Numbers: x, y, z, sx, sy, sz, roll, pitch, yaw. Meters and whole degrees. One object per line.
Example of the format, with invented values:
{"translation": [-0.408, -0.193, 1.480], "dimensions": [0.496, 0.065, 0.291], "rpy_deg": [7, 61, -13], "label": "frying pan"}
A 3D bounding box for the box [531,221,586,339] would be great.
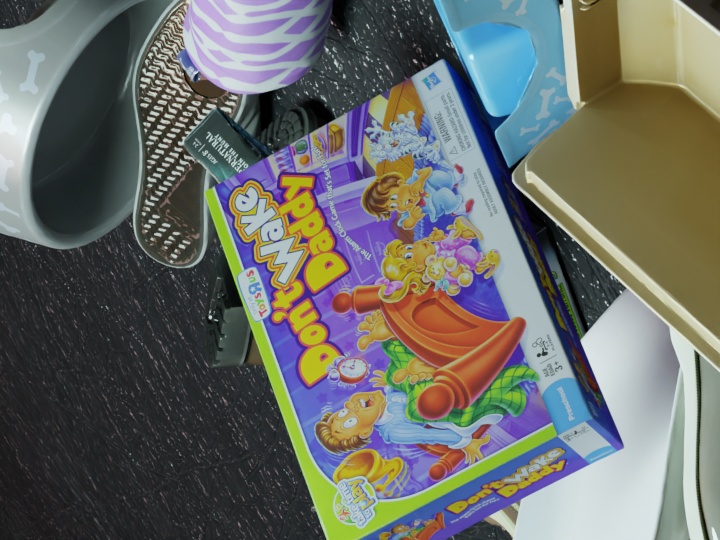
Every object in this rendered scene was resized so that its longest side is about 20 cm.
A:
{"translation": [0.053, 0.004, 1.640], "dimensions": [0.200, 0.035, 0.110], "rpy_deg": [28, 145, 57], "label": "box"}

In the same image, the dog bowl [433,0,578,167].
{"translation": [0.054, -0.131, 1.320], "dimensions": [0.200, 0.049, 0.112], "rpy_deg": [62, -175, -53], "label": "dog bowl"}

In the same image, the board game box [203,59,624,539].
{"translation": [0.022, 0.021, 1.371], "dimensions": [0.045, 0.134, 0.201], "rpy_deg": [40, -155, -58], "label": "board game box"}

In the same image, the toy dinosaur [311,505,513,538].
{"translation": [0.041, 0.110, 1.752], "dimensions": [0.136, 0.102, 0.201], "rpy_deg": [-19, 100, 60], "label": "toy dinosaur"}

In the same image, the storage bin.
{"translation": [0.137, -0.080, 1.195], "dimensions": [0.199, 0.094, 0.200], "rpy_deg": [44, 157, 36], "label": "storage bin"}

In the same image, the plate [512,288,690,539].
{"translation": [0.119, 0.093, 1.376], "dimensions": [0.032, 0.200, 0.200], "rpy_deg": [22, 146, -9], "label": "plate"}

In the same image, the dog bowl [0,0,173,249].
{"translation": [-0.165, -0.103, 1.792], "dimensions": [0.059, 0.200, 0.200], "rpy_deg": [29, 151, 23], "label": "dog bowl"}

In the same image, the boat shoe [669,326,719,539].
{"translation": [0.177, 0.072, 1.267], "dimensions": [0.060, 0.072, 0.203], "rpy_deg": [-22, 65, 39], "label": "boat shoe"}

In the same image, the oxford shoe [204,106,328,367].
{"translation": [-0.037, -0.021, 1.790], "dimensions": [0.200, 0.084, 0.073], "rpy_deg": [108, 161, -46], "label": "oxford shoe"}

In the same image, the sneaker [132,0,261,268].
{"translation": [-0.093, -0.102, 1.797], "dimensions": [0.073, 0.085, 0.200], "rpy_deg": [24, 130, 10], "label": "sneaker"}

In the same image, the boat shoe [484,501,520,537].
{"translation": [0.111, 0.117, 1.605], "dimensions": [0.202, 0.075, 0.075], "rpy_deg": [28, 137, 42], "label": "boat shoe"}

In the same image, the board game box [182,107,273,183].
{"translation": [0.000, 0.000, 1.537], "dimensions": [0.135, 0.028, 0.200], "rpy_deg": [46, -176, 33], "label": "board game box"}

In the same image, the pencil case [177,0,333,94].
{"translation": [-0.053, -0.173, 1.559], "dimensions": [0.200, 0.084, 0.086], "rpy_deg": [101, 147, -62], "label": "pencil case"}
